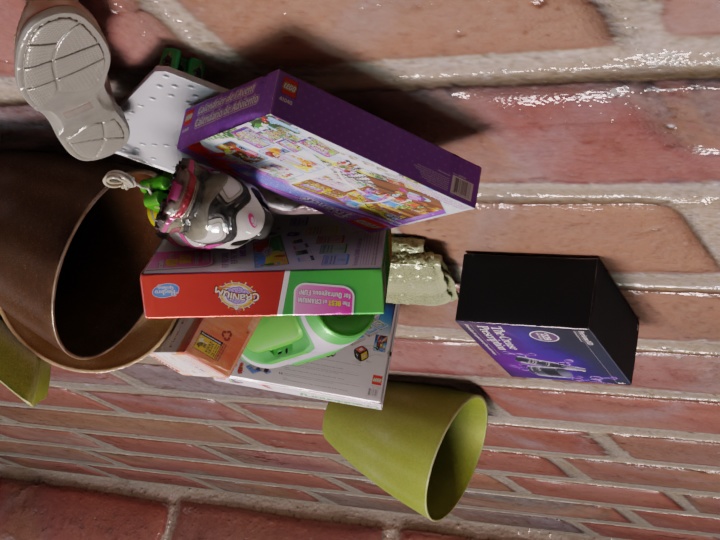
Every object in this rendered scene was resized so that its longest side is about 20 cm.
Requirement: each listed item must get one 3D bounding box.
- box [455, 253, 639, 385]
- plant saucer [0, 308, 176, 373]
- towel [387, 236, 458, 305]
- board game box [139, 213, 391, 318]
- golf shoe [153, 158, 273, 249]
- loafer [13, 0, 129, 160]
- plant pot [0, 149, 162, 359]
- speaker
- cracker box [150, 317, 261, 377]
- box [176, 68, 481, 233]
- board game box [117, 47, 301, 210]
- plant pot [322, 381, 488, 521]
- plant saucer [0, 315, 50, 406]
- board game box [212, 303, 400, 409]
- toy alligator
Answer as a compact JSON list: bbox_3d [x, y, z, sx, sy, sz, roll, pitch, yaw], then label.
[{"bbox_3d":[0.197,0.053,1.385,0.140,0.079,0.200,0,160,24],"label":"box"},{"bbox_3d":[-0.279,0.005,1.387,0.199,0.201,0.035,11,-166,-1],"label":"plant saucer"},{"bbox_3d":[0.000,0.000,1.403,0.199,0.037,0.148,6,161,17],"label":"towel"},{"bbox_3d":[-0.075,-0.007,1.153,0.199,0.041,0.153,-1,-160,5],"label":"board game box"},{"bbox_3d":[-0.120,-0.046,1.105,0.092,0.073,0.200,21,-178,-10],"label":"golf shoe"},{"bbox_3d":[-0.223,-0.154,1.009,0.072,0.063,0.200,-20,157,-8],"label":"loafer"},{"bbox_3d":[-0.311,-0.038,1.278,0.199,0.188,0.187,21,167,21],"label":"plant pot"},{"bbox_3d":[-0.064,0.050,1.394,0.088,0.089,0.200,19,160,-26],"label":"speaker"},{"bbox_3d":[-0.153,0.040,1.397,0.058,0.134,0.200,31,166,-15],"label":"cracker box"},{"bbox_3d":[-0.024,-0.087,1.046,0.199,0.039,0.137,22,160,-33],"label":"box"},{"bbox_3d":[-0.107,-0.113,1.127,0.199,0.026,0.200,19,161,-23],"label":"board game box"},{"bbox_3d":[0.053,0.234,1.924,0.199,0.188,0.187,19,168,26],"label":"plant pot"},{"bbox_3d":[-0.411,0.062,1.459,0.200,0.048,0.200,41,173,-5],"label":"plant saucer"},{"bbox_3d":[-0.061,0.080,1.540,0.199,0.127,0.035,10,163,4],"label":"board game box"},{"bbox_3d":[-0.169,-0.072,1.243,0.059,0.055,0.200,-8,157,26],"label":"toy alligator"}]
